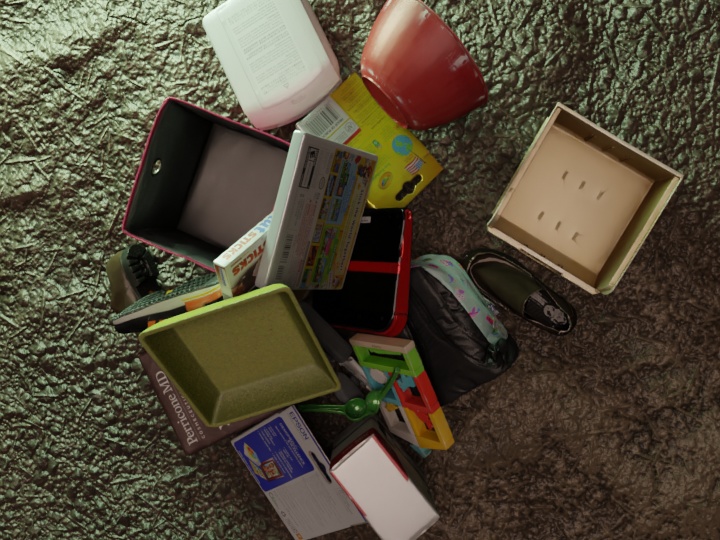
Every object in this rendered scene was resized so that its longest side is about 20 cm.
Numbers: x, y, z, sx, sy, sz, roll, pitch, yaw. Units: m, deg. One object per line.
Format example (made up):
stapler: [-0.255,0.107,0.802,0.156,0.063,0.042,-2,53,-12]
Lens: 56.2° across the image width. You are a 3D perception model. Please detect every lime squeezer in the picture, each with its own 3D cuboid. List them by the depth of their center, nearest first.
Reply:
lime squeezer: [0.000,0.188,0.998,0.198,0.038,0.071,-27,113,34]

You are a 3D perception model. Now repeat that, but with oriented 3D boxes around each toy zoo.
toy zoo: [0.064,0.187,0.982,0.020,0.130,0.202,-34,109,-31]

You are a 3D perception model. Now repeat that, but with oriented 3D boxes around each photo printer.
photo printer: [-0.129,-0.327,1.022,0.165,0.069,0.202,-28,86,10]

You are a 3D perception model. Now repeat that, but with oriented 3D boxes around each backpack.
backpack: [0.119,0.077,0.989,0.166,0.126,0.201,-37,87,27]

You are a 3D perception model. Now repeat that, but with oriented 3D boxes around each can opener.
can opener: [-0.043,0.129,1.023,0.201,0.052,0.067,51,60,-20]

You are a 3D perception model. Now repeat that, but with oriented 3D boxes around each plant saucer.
plant saucer: [-0.147,0.103,0.863,0.197,0.048,0.201,-18,130,6]

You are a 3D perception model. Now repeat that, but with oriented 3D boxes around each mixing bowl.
mixing bowl: [0.071,-0.271,0.939,0.108,0.200,0.200,-43,88,2]

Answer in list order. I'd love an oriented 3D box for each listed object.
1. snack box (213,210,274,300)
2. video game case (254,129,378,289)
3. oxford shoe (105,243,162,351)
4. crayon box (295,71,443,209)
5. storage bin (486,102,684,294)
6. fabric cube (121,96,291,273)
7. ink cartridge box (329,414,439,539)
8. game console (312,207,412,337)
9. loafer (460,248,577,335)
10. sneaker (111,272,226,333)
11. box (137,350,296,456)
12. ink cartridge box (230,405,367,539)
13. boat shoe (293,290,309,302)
snack box: [-0.110,-0.040,0.886,0.024,0.200,0.073,23,140,28]
video game case: [-0.055,-0.072,0.908,0.023,0.181,0.203,20,100,30]
oxford shoe: [-0.354,0.066,1.087,0.083,0.072,0.203,-19,89,24]
crayon box: [0.012,-0.179,1.016,0.127,0.051,0.200,-42,88,-9]
storage bin: [0.314,-0.098,0.980,0.198,0.094,0.201,31,96,3]
fabric cube: [-0.193,-0.113,0.985,0.197,0.199,0.199,22,97,4]
ink cartridge box: [0.032,0.297,0.982,0.083,0.200,0.147,-39,89,-1]
game console: [0.000,0.000,0.992,0.198,0.031,0.180,3,86,49]
loafer: [0.241,0.030,1.007,0.198,0.071,0.074,29,96,4]
sneaker: [-0.249,0.072,0.909,0.197,0.070,0.091,-18,105,26]
box: [-0.187,0.143,1.016,0.198,0.164,0.168,-27,90,7]
ink cartridge box: [-0.089,0.307,1.026,0.199,0.047,0.199,-35,87,42]
boat shoe: [-0.068,-0.039,1.004,0.064,0.072,0.203,25,100,33]
